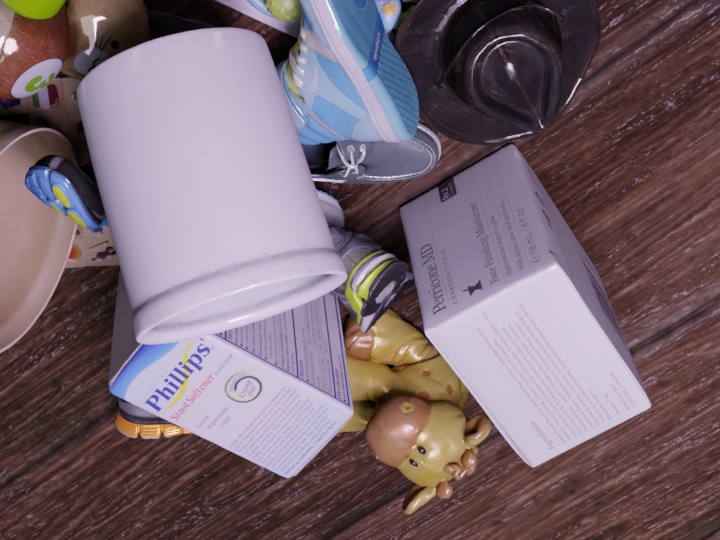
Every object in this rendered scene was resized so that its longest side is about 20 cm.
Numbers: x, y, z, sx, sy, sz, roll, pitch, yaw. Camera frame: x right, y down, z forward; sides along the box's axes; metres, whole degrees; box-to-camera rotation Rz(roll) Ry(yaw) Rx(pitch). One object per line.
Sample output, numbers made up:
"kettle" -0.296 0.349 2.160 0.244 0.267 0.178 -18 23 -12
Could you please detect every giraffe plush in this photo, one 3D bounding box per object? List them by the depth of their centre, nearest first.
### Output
"giraffe plush" 0.054 0.148 1.281 0.199 0.163 0.173 2 125 -7

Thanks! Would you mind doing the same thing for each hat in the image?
"hat" 0.130 -0.169 1.090 0.199 0.081 0.201 -11 133 -12

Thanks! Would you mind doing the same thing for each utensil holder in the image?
"utensil holder" -0.119 -0.064 0.999 0.169 0.170 0.201 -19 82 8

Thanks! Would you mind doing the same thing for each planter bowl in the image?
"planter bowl" -0.347 -0.041 1.094 0.134 0.200 0.201 17 126 14

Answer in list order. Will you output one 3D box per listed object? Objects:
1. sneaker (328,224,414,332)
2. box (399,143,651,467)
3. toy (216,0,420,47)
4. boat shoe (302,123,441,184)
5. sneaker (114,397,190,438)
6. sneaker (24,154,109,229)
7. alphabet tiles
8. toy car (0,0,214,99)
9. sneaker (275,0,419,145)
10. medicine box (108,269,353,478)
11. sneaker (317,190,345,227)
"sneaker" 0.000 0.000 1.188 0.081 0.200 0.074 44 83 9
"box" 0.147 0.031 1.185 0.130 0.199 0.200 -30 124 14
"toy" -0.042 -0.239 1.064 0.199 0.047 0.115 20 120 -20
"boat shoe" -0.023 -0.100 1.157 0.199 0.062 0.073 4 126 -9
"sneaker" -0.148 0.120 1.298 0.199 0.078 0.078 -4 108 -11
"sneaker" -0.215 -0.078 1.096 0.071 0.199 0.083 31 97 17
"alphabet tiles" -0.276 -0.086 1.175 0.166 0.008 0.201 -3 126 -5
"toy car" -0.222 -0.185 1.033 0.199 0.159 0.164 19 135 -32
"sneaker" -0.044 -0.173 1.048 0.130 0.080 0.200 -6 136 25
"medicine box" -0.118 0.062 1.189 0.199 0.183 0.103 30 117 -24
"sneaker" -0.094 -0.028 1.155 0.199 0.081 0.076 -3 155 -40
